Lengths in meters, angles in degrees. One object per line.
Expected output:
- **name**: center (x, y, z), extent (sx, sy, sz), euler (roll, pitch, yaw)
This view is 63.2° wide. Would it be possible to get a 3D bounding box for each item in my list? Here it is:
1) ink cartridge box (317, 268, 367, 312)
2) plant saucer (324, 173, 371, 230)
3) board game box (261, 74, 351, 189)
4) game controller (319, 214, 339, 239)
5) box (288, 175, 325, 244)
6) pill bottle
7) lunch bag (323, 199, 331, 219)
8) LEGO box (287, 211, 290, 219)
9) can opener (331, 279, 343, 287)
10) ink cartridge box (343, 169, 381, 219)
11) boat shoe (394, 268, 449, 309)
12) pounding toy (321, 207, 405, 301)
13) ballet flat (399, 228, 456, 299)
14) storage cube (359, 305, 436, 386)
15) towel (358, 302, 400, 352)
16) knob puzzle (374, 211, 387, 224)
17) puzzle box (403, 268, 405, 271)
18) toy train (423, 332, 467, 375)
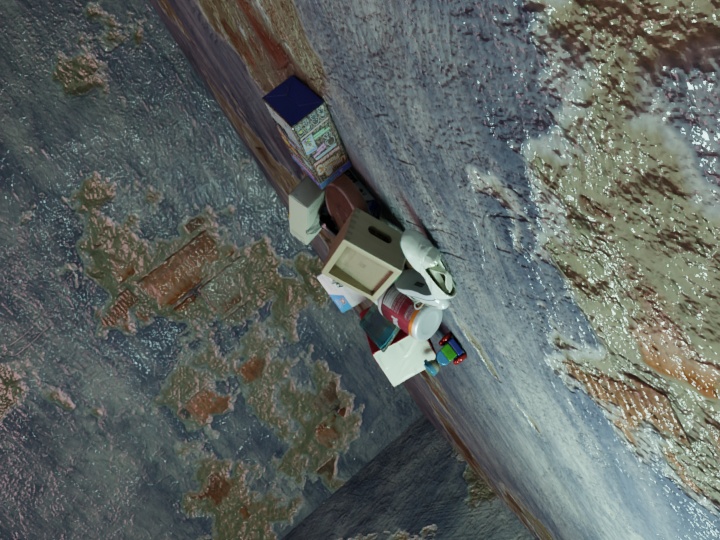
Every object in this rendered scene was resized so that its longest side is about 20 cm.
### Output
- **ink cartridge box**: center (-0.014, 0.016, 1.824), extent (0.147, 0.197, 0.084), euler (54, -150, -11)
- **plant saucer**: center (-0.035, -0.148, 1.479), extent (0.200, 0.034, 0.203), euler (47, 154, 29)
- **board game box**: center (-0.126, -0.328, 1.391), extent (0.160, 0.096, 0.202), euler (48, 170, 38)
- **game controller**: center (-0.034, -0.080, 1.590), extent (0.198, 0.042, 0.104), euler (40, -179, -7)
- **box**: center (-0.146, -0.160, 1.592), extent (0.068, 0.083, 0.201), euler (36, 158, 11)
- **pill bottle**: center (0.118, 0.094, 1.580), extent (0.198, 0.113, 0.114), euler (34, 162, 40)
- **lunch bag**: center (-0.079, -0.175, 1.650), extent (0.203, 0.093, 0.150), euler (57, 156, -9)
- **LEGO box**: center (-0.158, -0.200, 1.962), extent (0.078, 0.148, 0.200), euler (53, 172, -14)
- **can opener**: center (0.000, 0.000, 1.515), extent (0.053, 0.196, 0.069), euler (-35, 71, 45)
- **ink cartridge box**: center (-0.023, -0.194, 1.489), extent (0.201, 0.039, 0.100), euler (50, 156, 22)
- **boat shoe**: center (0.160, 0.056, 1.457), extent (0.087, 0.075, 0.201), euler (54, 164, -24)
- **pounding toy**: center (0.030, -0.035, 1.411), extent (0.196, 0.145, 0.185), euler (27, 144, -10)
- **ballet flat**: center (0.153, -0.012, 1.239), extent (0.201, 0.069, 0.069), euler (54, 173, -35)
- **storage cube**: center (0.117, 0.205, 1.792), extent (0.202, 0.167, 0.182), euler (58, -172, -40)
- **towel**: center (0.084, 0.116, 1.695), extent (0.021, 0.202, 0.147), euler (28, -171, -41)
- **knob puzzle**: center (0.014, -0.148, 1.576), extent (0.222, 0.030, 0.220), euler (53, 173, 10)
- **puzzle box**: center (0.059, -0.048, 1.605), extent (0.132, 0.025, 0.201), euler (40, 173, 37)
- **toy train**: center (0.232, 0.258, 1.696), extent (0.085, 0.115, 0.200), euler (51, 172, 11)
